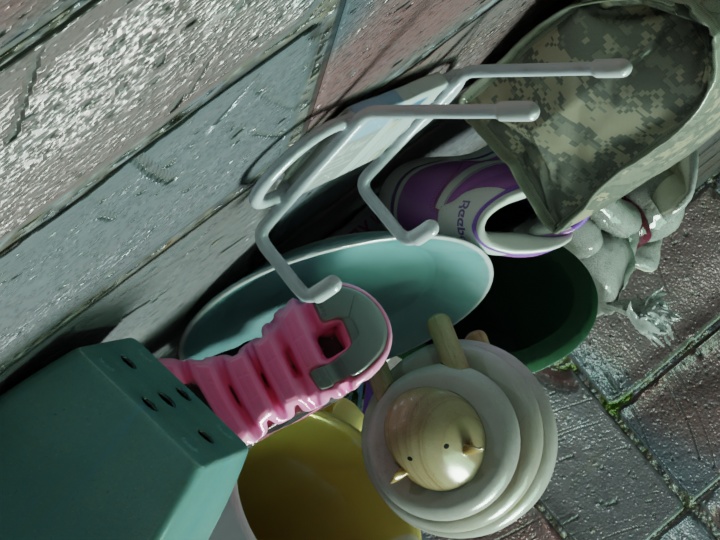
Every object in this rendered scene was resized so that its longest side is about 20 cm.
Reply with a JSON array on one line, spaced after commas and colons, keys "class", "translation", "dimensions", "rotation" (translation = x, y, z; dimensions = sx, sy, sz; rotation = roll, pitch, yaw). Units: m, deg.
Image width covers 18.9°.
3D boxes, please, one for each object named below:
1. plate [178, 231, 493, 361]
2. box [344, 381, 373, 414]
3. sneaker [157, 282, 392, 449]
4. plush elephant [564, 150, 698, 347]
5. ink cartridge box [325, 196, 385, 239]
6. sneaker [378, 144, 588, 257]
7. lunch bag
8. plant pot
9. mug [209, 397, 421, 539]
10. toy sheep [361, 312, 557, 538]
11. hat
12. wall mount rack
[{"class": "plate", "translation": [-0.017, 0.018, 1.321], "dimensions": [0.200, 0.026, 0.200], "rotation": [-15, 156, -7]}, {"class": "box", "translation": [-0.026, 0.187, 1.522], "dimensions": [0.137, 0.039, 0.200], "rotation": [-33, -138, 52]}, {"class": "sneaker", "translation": [-0.072, 0.076, 1.291], "dimensions": [0.200, 0.079, 0.095], "rotation": [-22, 171, -1]}, {"class": "plush elephant", "translation": [0.197, -0.048, 1.754], "dimensions": [0.155, 0.200, 0.165], "rotation": [-57, 176, -34]}, {"class": "ink cartridge box", "translation": [0.000, 0.000, 1.472], "dimensions": [0.119, 0.042, 0.200], "rotation": [-38, 174, -7]}, {"class": "sneaker", "translation": [0.120, -0.046, 1.363], "dimensions": [0.200, 0.073, 0.114], "rotation": [-22, -157, -40]}, {"class": "lunch bag", "translation": [0.179, -0.133, 1.246], "dimensions": [0.164, 0.118, 0.200], "rotation": [-33, 175, -41]}, {"class": "plant pot", "translation": [-0.162, 0.139, 1.121], "dimensions": [0.200, 0.141, 0.141], "rotation": [-48, 172, 11]}, {"class": "mug", "translation": [-0.053, 0.184, 1.412], "dimensions": [0.187, 0.149, 0.153], "rotation": [-17, 161, -50]}, {"class": "toy sheep", "translation": [0.063, 0.104, 1.368], "dimensions": [0.138, 0.138, 0.200], "rotation": [-41, 161, 13]}, {"class": "hat", "translation": [0.077, 0.077, 1.616], "dimensions": [0.166, 0.200, 0.176], "rotation": [-47, 147, -39]}, {"class": "wall mount rack", "translation": [0.038, -0.065, 1.110], "dimensions": [0.174, 0.075, 0.200], "rotation": [-44, 172, 32]}]
